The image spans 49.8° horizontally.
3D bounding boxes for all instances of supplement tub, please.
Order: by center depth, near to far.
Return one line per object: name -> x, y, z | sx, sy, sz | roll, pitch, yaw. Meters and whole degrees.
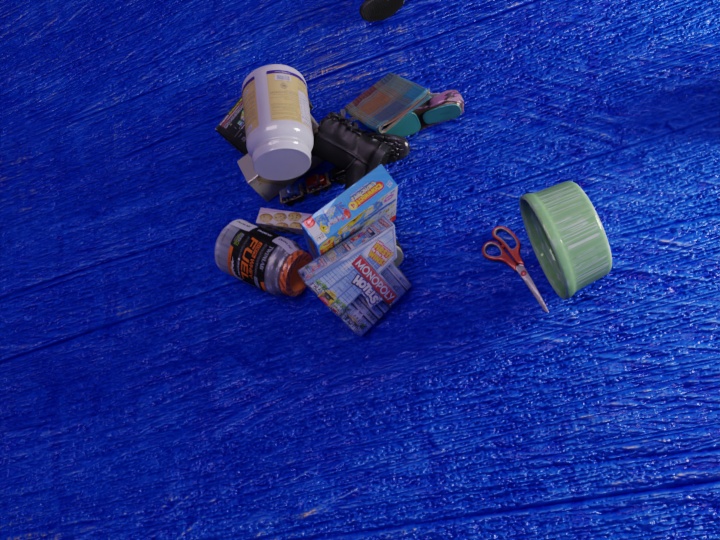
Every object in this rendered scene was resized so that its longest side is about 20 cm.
supplement tub -> -0.173, -0.309, 1.630 | 0.142, 0.145, 0.205 | -15, 66, 16
supplement tub -> -0.206, -0.024, 1.661 | 0.197, 0.123, 0.125 | 21, 78, 28

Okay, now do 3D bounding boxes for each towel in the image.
towel -> 0.054, -0.368, 1.688 | 0.146, 0.022, 0.200 | -38, 35, -5

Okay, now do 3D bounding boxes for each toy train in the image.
toy train -> -0.099, -0.192, 1.726 | 0.196, 0.046, 0.035 | -20, 63, 15

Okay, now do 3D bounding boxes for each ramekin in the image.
ramekin -> 0.369, -0.060, 1.394 | 0.096, 0.201, 0.203 | -23, 62, 3

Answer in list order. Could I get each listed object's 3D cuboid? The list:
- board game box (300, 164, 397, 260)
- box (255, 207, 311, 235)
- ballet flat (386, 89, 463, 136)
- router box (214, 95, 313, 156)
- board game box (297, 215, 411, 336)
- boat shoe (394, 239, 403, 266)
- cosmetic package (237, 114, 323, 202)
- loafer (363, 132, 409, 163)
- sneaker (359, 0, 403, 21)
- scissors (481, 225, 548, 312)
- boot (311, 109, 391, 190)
board game box -> -0.019, -0.098, 1.545 | 0.194, 0.200, 0.056 | -37, 77, -8
box -> -0.138, -0.104, 1.712 | 0.196, 0.039, 0.042 | 10, 75, 26
ballet flat -> 0.128, -0.343, 1.685 | 0.195, 0.070, 0.072 | -16, 46, 14
router box -> -0.229, -0.362, 1.838 | 0.149, 0.062, 0.201 | 39, 88, 29
board game box -> 0.015, 0.005, 1.511 | 0.200, 0.200, 0.062 | -43, 31, 2
boat shoe -> 0.002, 0.002, 1.600 | 0.200, 0.074, 0.064 | -37, 30, 14
cosmetic package -> -0.166, -0.256, 1.748 | 0.198, 0.103, 0.074 | -36, 61, 7
loafer -> 0.020, -0.270, 1.690 | 0.196, 0.070, 0.070 | 3, 111, 27
sneaker -> 0.070, -0.666, 1.831 | 0.198, 0.074, 0.089 | -35, 60, -5
scissors -> 0.313, -0.008, 1.497 | 0.073, 0.014, 0.200 | -43, 58, 0
boot -> -0.037, -0.225, 1.650 | 0.161, 0.073, 0.201 | 32, 110, 13
